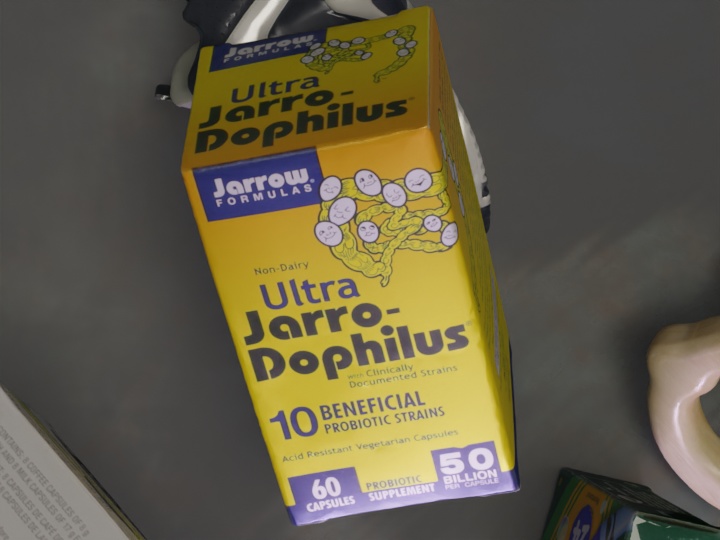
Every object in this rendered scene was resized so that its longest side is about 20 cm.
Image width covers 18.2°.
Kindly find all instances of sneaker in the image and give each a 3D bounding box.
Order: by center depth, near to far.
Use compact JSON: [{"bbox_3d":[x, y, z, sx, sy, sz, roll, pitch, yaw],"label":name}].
[{"bbox_3d":[-0.026,-0.085,1.066,0.130,0.079,0.199,-24,111,4],"label":"sneaker"}]

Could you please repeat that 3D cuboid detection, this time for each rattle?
[{"bbox_3d":[0.230,0.080,1.149,0.130,0.143,0.200,-22,117,23],"label":"rattle"}]

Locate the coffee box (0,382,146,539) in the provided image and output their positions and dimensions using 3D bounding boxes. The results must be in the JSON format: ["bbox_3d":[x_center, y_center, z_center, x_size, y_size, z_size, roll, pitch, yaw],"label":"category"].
[{"bbox_3d":[-0.162,0.192,0.972,0.200,0.198,0.200,-40,82,-7],"label":"coffee box"}]

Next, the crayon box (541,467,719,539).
[{"bbox_3d":[0.110,0.206,1.085,0.052,0.126,0.200,14,91,-11],"label":"crayon box"}]

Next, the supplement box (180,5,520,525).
[{"bbox_3d":[0.000,0.000,1.007,0.109,0.110,0.200,-10,123,8],"label":"supplement box"}]
